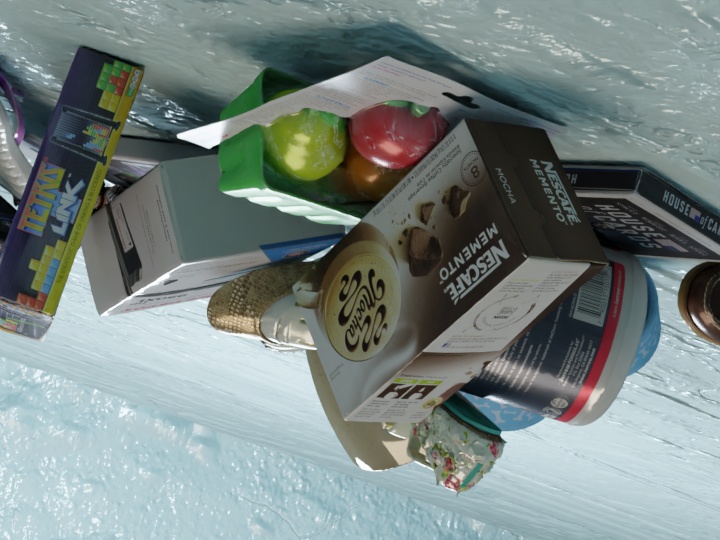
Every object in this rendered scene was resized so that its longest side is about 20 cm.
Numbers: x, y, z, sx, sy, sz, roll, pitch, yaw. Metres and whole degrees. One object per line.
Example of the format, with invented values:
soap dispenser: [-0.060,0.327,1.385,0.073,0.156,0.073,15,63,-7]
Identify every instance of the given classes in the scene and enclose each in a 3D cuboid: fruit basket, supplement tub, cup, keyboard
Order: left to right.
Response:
keyboard: [-0.278,-0.103,1.832,0.056,0.011,0.200,33,173,-13]
fruit basket: [0.007,-0.098,1.404,0.185,0.094,0.200,16,151,-43]
cup: [0.026,0.066,1.935,0.143,0.200,0.200,49,156,-20]
supplement tub: [0.102,0.027,1.563,0.200,0.141,0.140,18,169,-9]

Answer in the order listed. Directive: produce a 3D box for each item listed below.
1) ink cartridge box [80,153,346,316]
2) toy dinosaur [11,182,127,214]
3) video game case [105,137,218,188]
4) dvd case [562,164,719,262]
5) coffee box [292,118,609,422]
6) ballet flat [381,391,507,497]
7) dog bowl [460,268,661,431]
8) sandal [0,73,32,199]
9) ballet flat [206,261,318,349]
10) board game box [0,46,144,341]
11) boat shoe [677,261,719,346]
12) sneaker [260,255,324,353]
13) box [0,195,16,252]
ink cartridge box: [-0.122,-0.031,1.654,0.144,0.084,0.200,-9,172,-28]
toy dinosaur: [-0.213,-0.046,1.851,0.200,0.102,0.136,-9,-155,-43]
video game case: [-0.141,-0.074,1.829,0.200,0.023,0.182,8,167,33]
dvd case: [0.171,-0.044,1.550,0.200,0.025,0.150,6,165,45]
coffee box: [0.056,0.003,1.387,0.080,0.113,0.200,5,144,-43]
ballet flat: [0.047,0.109,1.598,0.076,0.064,0.200,20,-167,-24]
dog bowl: [0.155,0.050,1.679,0.200,0.112,0.050,-25,158,-16]
sandal: [-0.300,-0.131,1.695,0.082,0.050,0.203,33,158,20]
ballet flat: [-0.019,0.028,1.632,0.200,0.071,0.065,-11,-142,-13]
board game box: [-0.231,-0.054,1.591,0.057,0.200,0.165,20,167,-7]
boat shoe: [0.336,0.037,1.611,0.200,0.071,0.070,13,179,-35]
sneaker: [0.001,0.000,1.708,0.200,0.070,0.093,-21,163,-27]
box: [-0.389,-0.066,1.762,0.198,0.050,0.200,41,-164,27]
